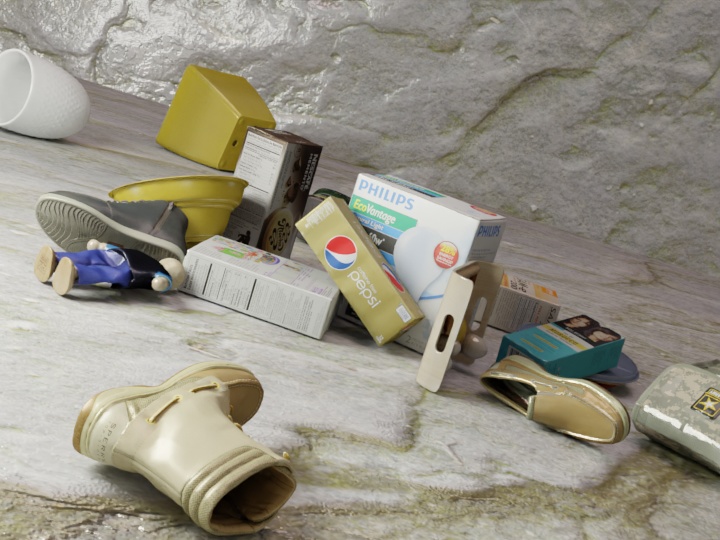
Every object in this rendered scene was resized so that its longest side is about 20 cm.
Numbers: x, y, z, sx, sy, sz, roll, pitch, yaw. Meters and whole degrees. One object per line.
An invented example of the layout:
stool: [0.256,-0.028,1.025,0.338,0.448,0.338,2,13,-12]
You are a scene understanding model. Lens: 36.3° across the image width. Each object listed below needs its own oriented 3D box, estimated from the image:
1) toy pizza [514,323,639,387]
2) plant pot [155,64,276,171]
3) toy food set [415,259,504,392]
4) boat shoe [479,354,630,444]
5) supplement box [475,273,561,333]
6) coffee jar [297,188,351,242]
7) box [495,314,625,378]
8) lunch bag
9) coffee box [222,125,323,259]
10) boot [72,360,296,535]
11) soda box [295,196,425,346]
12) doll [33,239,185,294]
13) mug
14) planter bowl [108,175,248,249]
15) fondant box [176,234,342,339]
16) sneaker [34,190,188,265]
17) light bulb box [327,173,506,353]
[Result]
toy pizza: [0.328,0.134,1.683,0.198,0.032,0.200,15,16,-4]
plant pot: [-0.314,-0.328,2.525,0.176,0.201,0.199,38,20,30]
toy food set: [0.137,0.069,1.409,0.060,0.145,0.200,20,11,14]
boat shoe: [0.229,0.165,1.334,0.076,0.073,0.199,-13,22,-42]
supplement box: [0.229,0.047,1.848,0.198,0.074,0.126,19,12,2]
coffee jar: [-0.066,-0.098,2.039,0.103,0.086,0.200,22,11,5]
box: [0.288,0.115,1.569,0.199,0.050,0.082,-10,32,-44]
lunch bag: [0.465,0.196,1.409,0.199,0.119,0.163,-2,22,-44]
coffee box: [-0.141,-0.110,1.679,0.079,0.202,0.113,23,12,24]
boot: [-0.106,0.138,0.873,0.154,0.074,0.199,24,14,29]
soda box: [0.000,0.000,1.465,0.201,0.064,0.068,56,12,8]
doll: [-0.289,-0.003,1.317,0.136,0.049,0.199,28,15,36]
mug: [-0.635,-0.325,2.130,0.198,0.150,0.175,-10,-14,31]
planter bowl: [-0.253,-0.075,1.554,0.198,0.085,0.200,-7,-5,-1]
fondant box: [-0.126,0.019,1.458,0.198,0.059,0.144,20,11,4]
sneaker: [-0.319,-0.063,1.425,0.198,0.075,0.107,25,32,-19]
light bulb box: [0.073,-0.011,1.548,0.197,0.202,0.125,22,12,23]
